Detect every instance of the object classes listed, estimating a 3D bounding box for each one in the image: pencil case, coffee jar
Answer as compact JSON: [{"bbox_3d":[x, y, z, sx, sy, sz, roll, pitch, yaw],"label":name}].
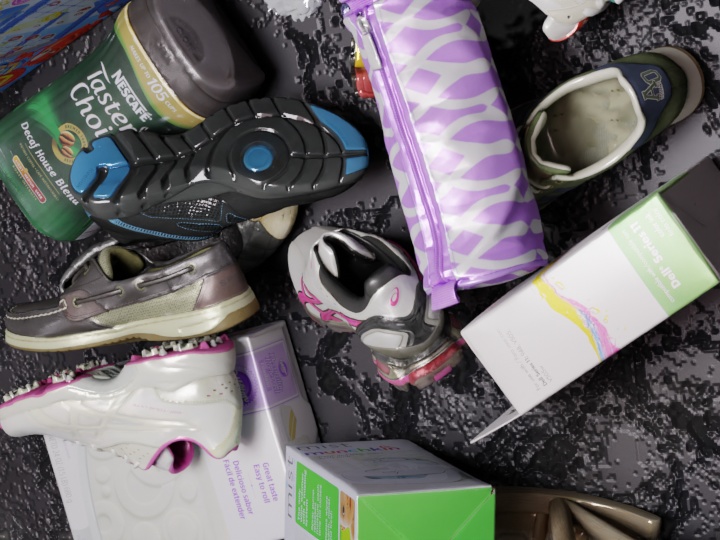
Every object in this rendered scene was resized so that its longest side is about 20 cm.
[{"bbox_3d":[0.050,-0.082,1.225,0.084,0.085,0.200,-22,85,37],"label":"pencil case"},{"bbox_3d":[-0.163,-0.113,1.415,0.200,0.085,0.104,-37,83,28],"label":"coffee jar"}]

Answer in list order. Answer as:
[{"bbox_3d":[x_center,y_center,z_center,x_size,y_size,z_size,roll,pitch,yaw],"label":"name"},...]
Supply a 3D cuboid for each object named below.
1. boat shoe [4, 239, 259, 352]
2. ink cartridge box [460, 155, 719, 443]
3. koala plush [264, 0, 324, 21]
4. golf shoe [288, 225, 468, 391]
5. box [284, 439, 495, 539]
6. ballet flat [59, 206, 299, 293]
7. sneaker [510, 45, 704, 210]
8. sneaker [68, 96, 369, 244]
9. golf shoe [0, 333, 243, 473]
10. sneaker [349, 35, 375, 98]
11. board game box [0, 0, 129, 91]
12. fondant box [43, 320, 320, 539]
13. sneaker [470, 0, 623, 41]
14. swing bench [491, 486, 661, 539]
[{"bbox_3d":[-0.162,0.014,1.397,0.200,0.072,0.066,-6,103,30],"label":"boat shoe"},{"bbox_3d":[0.142,0.019,1.260,0.200,0.117,0.067,-37,87,28],"label":"ink cartridge box"},{"bbox_3d":[-0.053,-0.266,1.263,0.183,0.177,0.200,-10,114,-3],"label":"koala plush"},{"bbox_3d":[0.000,0.000,1.311,0.092,0.073,0.200,59,168,-29],"label":"golf shoe"},{"bbox_3d":[0.016,0.223,1.323,0.176,0.096,0.201,-161,71,-71],"label":"box"},{"bbox_3d":[-0.125,-0.014,1.431,0.200,0.057,0.067,-25,88,29],"label":"ballet flat"},{"bbox_3d":[0.114,-0.078,1.271,0.200,0.090,0.067,-30,87,30],"label":"sneaker"},{"bbox_3d":[-0.090,-0.063,1.362,0.199,0.082,0.073,-5,61,8],"label":"sneaker"},{"bbox_3d":[-0.168,0.104,1.406,0.200,0.075,0.092,-14,95,31],"label":"golf shoe"},{"bbox_3d":[0.040,-0.209,1.305,0.082,0.078,0.201,5,99,0],"label":"sneaker"},{"bbox_3d":[-0.250,-0.179,1.383,0.196,0.200,0.056,-30,87,30],"label":"board game box"},{"bbox_3d":[-0.128,0.130,1.462,0.200,0.058,0.145,-15,92,29],"label":"fondant box"},{"bbox_3d":[0.151,-0.184,1.235,0.199,0.070,0.094,10,107,16],"label":"sneaker"},{"bbox_3d":[0.141,0.265,1.290,0.129,0.200,0.199,1,107,-17],"label":"swing bench"}]
